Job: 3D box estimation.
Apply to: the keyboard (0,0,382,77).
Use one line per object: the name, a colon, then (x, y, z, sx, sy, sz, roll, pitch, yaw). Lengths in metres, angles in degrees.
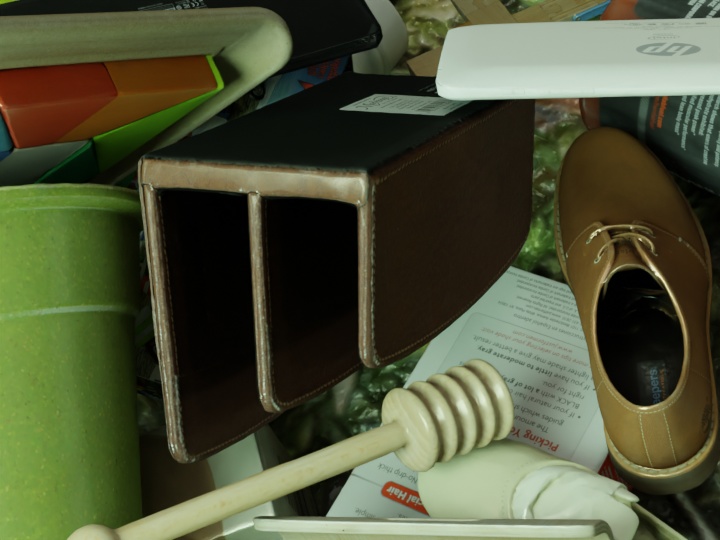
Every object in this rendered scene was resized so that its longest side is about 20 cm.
keyboard: (-0.096, -0.119, 0.794, 0.200, 0.040, 0.104, -17, 63, -25)

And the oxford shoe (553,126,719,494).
oxford shoe: (0.127, -0.001, 0.737, 0.071, 0.071, 0.200, -15, 50, 9)

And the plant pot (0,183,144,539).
plant pot: (-0.166, 0.082, 0.665, 0.200, 0.200, 0.190, -13, 84, 10)

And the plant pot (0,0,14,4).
plant pot: (-0.251, -0.106, 0.915, 0.181, 0.199, 0.200, 21, 67, 47)

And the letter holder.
letter holder: (0.000, 0.000, 0.713, 0.101, 0.142, 0.200, 5, 18, 23)

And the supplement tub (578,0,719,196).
supplement tub: (0.217, -0.079, 0.811, 0.200, 0.107, 0.107, 30, 70, 34)

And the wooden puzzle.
wooden puzzle: (-0.148, -0.053, 0.660, 0.185, 0.200, 0.037, -29, 77, 35)

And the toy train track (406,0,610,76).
toy train track: (0.125, -0.145, 0.942, 0.200, 0.033, 0.115, -24, 45, -5)

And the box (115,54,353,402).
box: (-0.100, -0.039, 0.810, 0.137, 0.038, 0.200, 17, 69, 9)

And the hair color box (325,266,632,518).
hair color box: (0.064, 0.101, 0.767, 0.111, 0.064, 0.200, 20, 63, 29)

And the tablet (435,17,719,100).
tablet: (0.137, -0.098, 0.718, 0.200, 0.014, 0.130, -1, 19, 6)

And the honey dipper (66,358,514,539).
honey dipper: (-0.026, 0.084, 0.644, 0.200, 0.038, 0.038, -20, 47, -29)

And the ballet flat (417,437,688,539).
ballet flat: (0.118, 0.126, 0.677, 0.200, 0.069, 0.069, 33, 69, 2)

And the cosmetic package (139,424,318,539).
cosmetic package: (-0.124, 0.144, 0.779, 0.200, 0.105, 0.071, -22, 54, 6)

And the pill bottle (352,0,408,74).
pill bottle: (-0.062, -0.082, 0.909, 0.112, 0.112, 0.200, 27, 70, 32)

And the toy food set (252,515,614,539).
toy food set: (0.036, 0.193, 0.653, 0.143, 0.200, 0.060, -3, 11, 19)
